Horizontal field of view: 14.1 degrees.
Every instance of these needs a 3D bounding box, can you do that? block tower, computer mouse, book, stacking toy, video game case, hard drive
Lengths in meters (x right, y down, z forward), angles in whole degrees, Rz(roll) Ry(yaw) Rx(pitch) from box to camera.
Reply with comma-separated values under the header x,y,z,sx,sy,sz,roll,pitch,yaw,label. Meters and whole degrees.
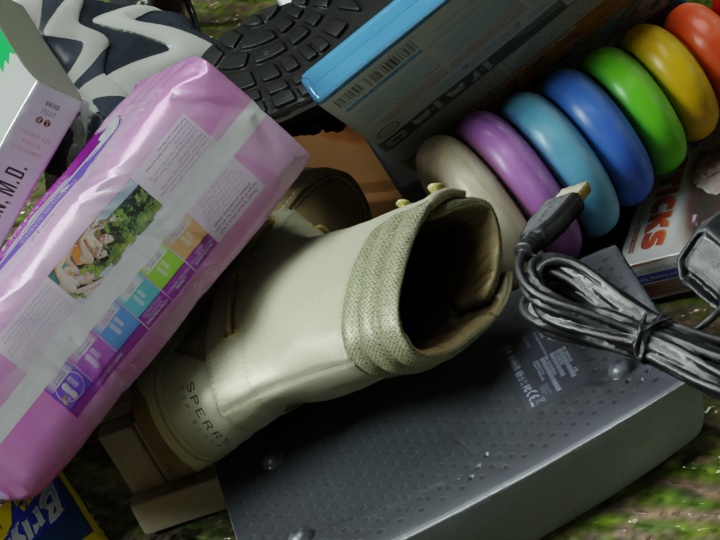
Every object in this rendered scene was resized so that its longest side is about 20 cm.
x,y,z,sx,sy,sz,roll,pitch,yaw,label
-0.079,0.036,1.365,0.054,0.058,0.200,-20,31,14,block tower
0.149,-0.008,1.205,0.140,0.046,0.200,22,42,21,computer mouse
-0.199,-0.020,1.332,0.200,0.048,0.134,-59,29,12,book
0.125,-0.075,1.297,0.200,0.085,0.085,-36,30,-6,stacking toy
0.071,-0.095,1.302,0.143,0.200,0.018,-38,64,10,video game case
0.041,0.073,1.215,0.200,0.042,0.135,-28,28,2,hard drive

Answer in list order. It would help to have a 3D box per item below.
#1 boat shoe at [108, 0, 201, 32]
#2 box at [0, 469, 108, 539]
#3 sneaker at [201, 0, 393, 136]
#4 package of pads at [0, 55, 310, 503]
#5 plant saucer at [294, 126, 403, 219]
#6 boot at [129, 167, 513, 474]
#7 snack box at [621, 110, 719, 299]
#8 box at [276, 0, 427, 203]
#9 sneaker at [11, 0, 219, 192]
x,y,z,sx,sy,sz,roll,pitch,yaw,label
-0.112,-0.113,1.622,0.060,0.074,0.200,-31,20,4,boat shoe
-0.194,0.088,1.372,0.070,0.064,0.200,-35,30,-12,box
0.015,-0.088,1.339,0.200,0.088,0.076,-26,40,5,sneaker
-0.117,0.008,1.234,0.200,0.076,0.120,-52,13,-14,package of pads
0.047,-0.099,1.495,0.200,0.037,0.200,-21,29,12,plant saucer
0.000,0.000,1.262,0.155,0.072,0.200,-24,20,34,boot
0.172,-0.061,1.337,0.072,0.024,0.200,-15,32,28,snack box
0.040,-0.148,1.427,0.156,0.041,0.200,-31,65,-1,box
-0.091,-0.061,1.397,0.129,0.080,0.199,-6,44,-34,sneaker
